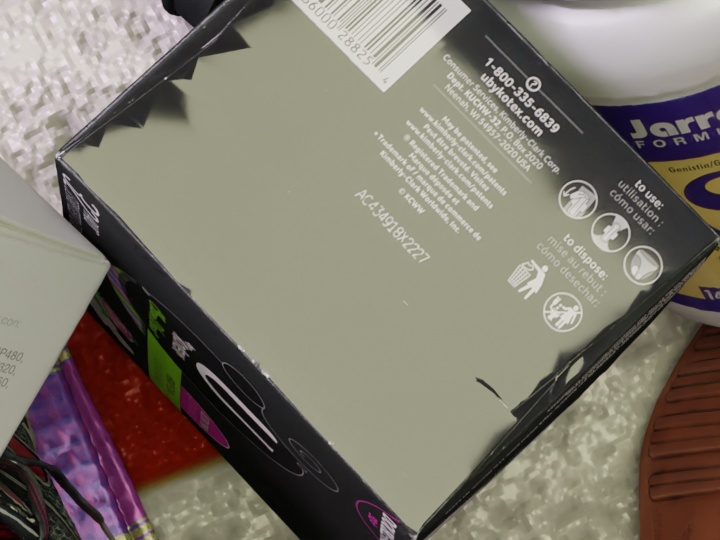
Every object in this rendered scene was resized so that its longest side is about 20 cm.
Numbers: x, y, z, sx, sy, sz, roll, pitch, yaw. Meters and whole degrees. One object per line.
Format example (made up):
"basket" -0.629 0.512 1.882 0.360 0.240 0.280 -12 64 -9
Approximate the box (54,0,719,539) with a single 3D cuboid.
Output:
"box" 0.000 0.000 0.806 0.124 0.200 0.149 -43 84 -12

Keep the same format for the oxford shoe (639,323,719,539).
"oxford shoe" 0.136 0.084 0.880 0.074 0.071 0.201 30 72 -29

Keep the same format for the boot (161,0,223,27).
"boot" -0.057 -0.191 0.910 0.162 0.073 0.198 40 77 10

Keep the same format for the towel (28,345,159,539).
"towel" -0.137 0.106 0.867 0.143 0.023 0.200 -23 81 -8

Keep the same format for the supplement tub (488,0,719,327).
"supplement tub" 0.108 -0.088 0.814 0.145 0.200 0.146 -13 55 20

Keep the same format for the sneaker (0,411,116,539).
"sneaker" -0.127 0.064 0.811 0.081 0.075 0.200 -34 62 -14

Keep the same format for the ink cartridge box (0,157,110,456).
"ink cartridge box" -0.181 0.037 0.763 0.146 0.083 0.200 41 104 40
